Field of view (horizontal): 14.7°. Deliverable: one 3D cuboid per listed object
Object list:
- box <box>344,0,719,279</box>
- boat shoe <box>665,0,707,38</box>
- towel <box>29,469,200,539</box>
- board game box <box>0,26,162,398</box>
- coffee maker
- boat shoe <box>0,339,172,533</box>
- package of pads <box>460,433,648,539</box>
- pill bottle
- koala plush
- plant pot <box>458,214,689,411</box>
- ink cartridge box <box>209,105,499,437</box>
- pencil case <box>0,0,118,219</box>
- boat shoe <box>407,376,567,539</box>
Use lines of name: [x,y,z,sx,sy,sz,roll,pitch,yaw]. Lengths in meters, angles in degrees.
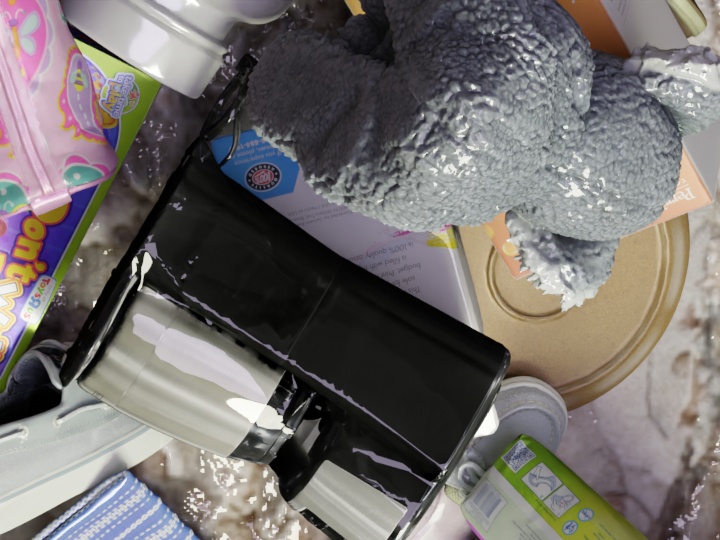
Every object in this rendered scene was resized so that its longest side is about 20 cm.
box: [0.094,-0.116,1.479,0.124,0.098,0.200,-22,115,24]
boat shoe: [0.103,-0.182,1.533,0.200,0.073,0.063,35,105,-20]
towel: [-0.141,0.199,1.549,0.145,0.024,0.200,-40,144,-3]
board game box: [-0.211,-0.046,1.495,0.134,0.045,0.200,25,98,-21]
coffee maker: [-0.026,0.027,1.442,0.200,0.135,0.192,31,104,-7]
boat shoe: [-0.161,0.076,1.495,0.201,0.070,0.072,-31,116,-42]
package of pads: [0.157,0.194,1.576,0.068,0.155,0.200,-46,137,2]
pill bottle: [-0.069,-0.197,1.451,0.120,0.120,0.200,31,96,-22]
koala plush: [0.080,-0.072,1.361,0.200,0.184,0.178,26,109,-32]
plant pot: [0.100,-0.005,1.606,0.199,0.027,0.201,-4,106,-14]
ink cartridge box: [0.000,0.000,1.538,0.115,0.068,0.200,-14,106,6]
pencil case: [-0.191,-0.127,1.407,0.087,0.087,0.200,-21,111,-9]
boat shoe: [0.048,0.148,1.606,0.202,0.065,0.074,-45,119,7]
